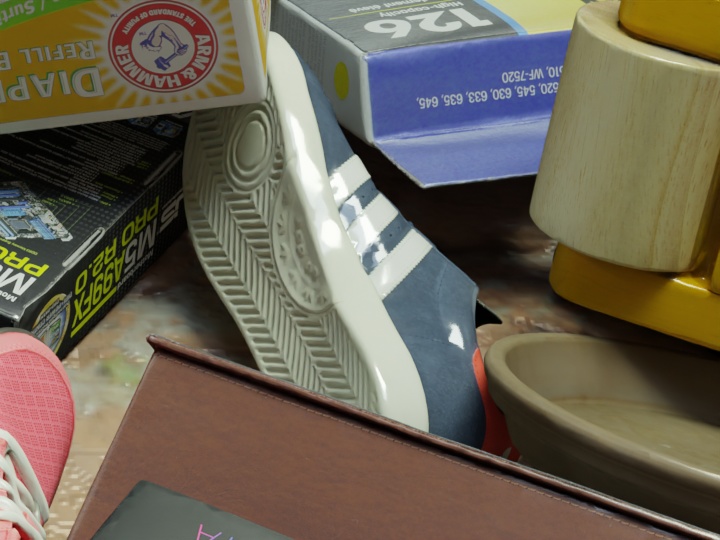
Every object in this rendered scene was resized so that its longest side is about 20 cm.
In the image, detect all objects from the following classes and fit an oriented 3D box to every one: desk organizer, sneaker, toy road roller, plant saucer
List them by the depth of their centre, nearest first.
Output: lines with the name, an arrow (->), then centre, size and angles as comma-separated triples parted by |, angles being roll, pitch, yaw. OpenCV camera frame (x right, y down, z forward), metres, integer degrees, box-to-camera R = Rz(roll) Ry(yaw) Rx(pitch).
sneaker -> -0.119, 0.093, 0.859 | 0.086, 0.074, 0.200 | -8, 35, 31
desk organizer -> 0.014, 0.096, 0.894 | 0.199, 0.072, 0.077 | 19, 73, 18
plant saucer -> 0.135, 0.064, 0.948 | 0.199, 0.030, 0.200 | 14, 11, -3
sneaker -> 0.000, 0.000, 1.028 | 0.084, 0.075, 0.201 | 6, 50, -37
toy road roller -> 0.172, -0.042, 1.040 | 0.199, 0.124, 0.146 | 17, 21, 9

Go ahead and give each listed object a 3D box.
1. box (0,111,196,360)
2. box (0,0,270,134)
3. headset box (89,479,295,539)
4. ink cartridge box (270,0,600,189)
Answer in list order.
box -> -0.173, -0.042, 1.069 | 0.199, 0.044, 0.160 | 22, 39, 15
box -> -0.136, -0.119, 1.013 | 0.199, 0.113, 0.102 | -7, 38, 4
headset box -> -0.037, 0.176, 0.776 | 0.173, 0.093, 0.200 | 22, 39, 15
ink cartridge box -> 0.069, -0.095, 1.159 | 0.197, 0.047, 0.200 | -8, 23, -24
